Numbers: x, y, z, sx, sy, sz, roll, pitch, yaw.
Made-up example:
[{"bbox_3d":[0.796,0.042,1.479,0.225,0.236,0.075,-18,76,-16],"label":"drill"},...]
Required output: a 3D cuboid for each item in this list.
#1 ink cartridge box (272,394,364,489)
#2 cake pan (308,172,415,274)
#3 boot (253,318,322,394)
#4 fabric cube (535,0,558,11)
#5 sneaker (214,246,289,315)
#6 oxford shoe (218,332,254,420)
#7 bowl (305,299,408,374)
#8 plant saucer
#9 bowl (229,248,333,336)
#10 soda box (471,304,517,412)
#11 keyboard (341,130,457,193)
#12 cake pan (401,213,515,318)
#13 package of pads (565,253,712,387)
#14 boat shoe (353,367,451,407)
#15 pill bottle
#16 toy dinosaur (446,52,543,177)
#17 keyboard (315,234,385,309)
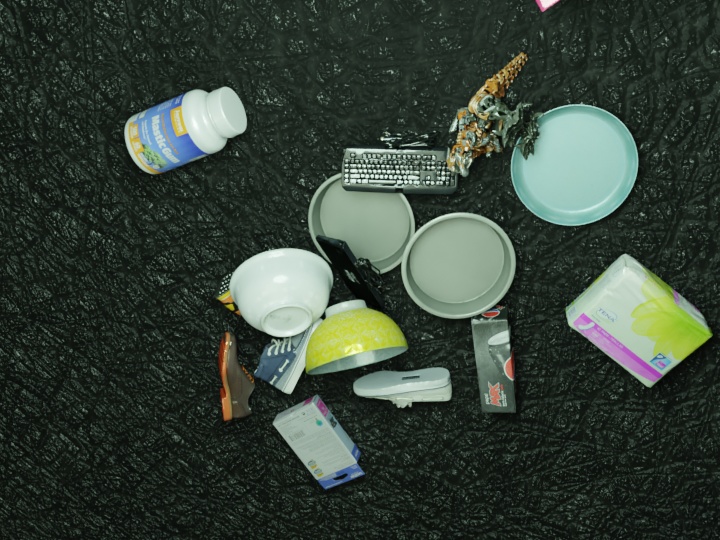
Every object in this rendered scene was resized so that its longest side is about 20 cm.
[{"bbox_3d":[-0.085,0.374,1.539,0.119,0.042,0.201,-29,102,25],"label":"ink cartridge box"},{"bbox_3d":[0.004,-0.089,1.291,0.197,0.037,0.203,6,117,12],"label":"cake pan"},{"bbox_3d":[-0.148,0.162,1.433,0.089,0.073,0.201,24,120,-4],"label":"boot"},{"bbox_3d":[0.274,-0.492,0.931,0.195,0.200,0.200,-31,102,27],"label":"fabric cube"},{"bbox_3d":[-0.186,0.025,1.391,0.198,0.070,0.090,-25,126,22],"label":"sneaker"},{"bbox_3d":[-0.263,0.221,1.510,0.072,0.071,0.203,-4,114,-15],"label":"oxford shoe"},{"bbox_3d":[-0.018,0.119,1.338,0.198,0.200,0.109,-20,75,23],"label":"bowl"},{"bbox_3d":[0.347,-0.172,1.163,0.197,0.027,0.203,6,117,12],"label":"plant saucer"},{"bbox_3d":[-0.141,0.059,1.320,0.198,0.091,0.202,-9,140,-7],"label":"bowl"},{"bbox_3d":[0.252,0.166,1.332,0.070,0.063,0.202,-3,115,17],"label":"soda box"},{"bbox_3d":[0.067,-0.181,1.194,0.197,0.040,0.106,1,101,1],"label":"keyboard"},{"bbox_3d":[0.171,-0.012,1.253,0.197,0.037,0.203,0,116,1],"label":"cake pan"},{"bbox_3d":[0.479,0.085,1.227,0.199,0.068,0.155,36,119,-4],"label":"package of pads"},{"bbox_3d":[0.085,0.241,1.414,0.197,0.071,0.071,-8,110,12],"label":"boat shoe"},{"bbox_3d":[-0.305,-0.251,1.256,0.198,0.112,0.113,-16,110,22],"label":"pill bottle"},{"bbox_3d":[0.207,-0.242,1.127,0.135,0.101,0.202,36,126,36],"label":"toy dinosaur"},{"bbox_3d":[0.000,0.000,1.289,0.103,0.040,0.201,21,157,37],"label":"keyboard"}]
